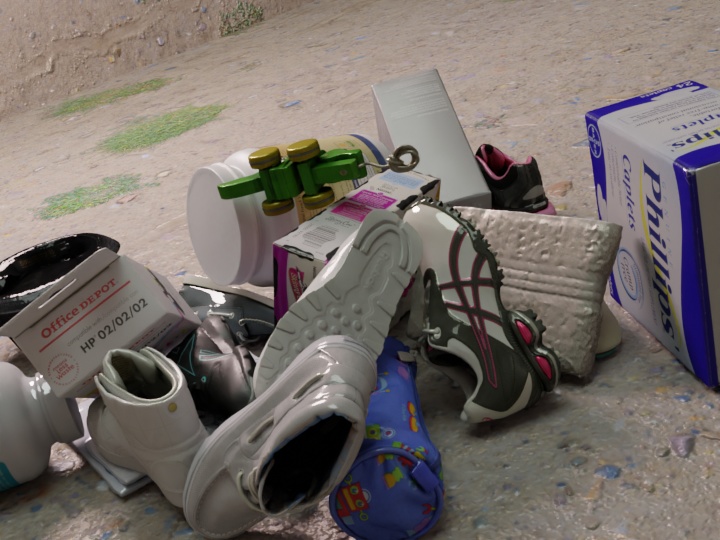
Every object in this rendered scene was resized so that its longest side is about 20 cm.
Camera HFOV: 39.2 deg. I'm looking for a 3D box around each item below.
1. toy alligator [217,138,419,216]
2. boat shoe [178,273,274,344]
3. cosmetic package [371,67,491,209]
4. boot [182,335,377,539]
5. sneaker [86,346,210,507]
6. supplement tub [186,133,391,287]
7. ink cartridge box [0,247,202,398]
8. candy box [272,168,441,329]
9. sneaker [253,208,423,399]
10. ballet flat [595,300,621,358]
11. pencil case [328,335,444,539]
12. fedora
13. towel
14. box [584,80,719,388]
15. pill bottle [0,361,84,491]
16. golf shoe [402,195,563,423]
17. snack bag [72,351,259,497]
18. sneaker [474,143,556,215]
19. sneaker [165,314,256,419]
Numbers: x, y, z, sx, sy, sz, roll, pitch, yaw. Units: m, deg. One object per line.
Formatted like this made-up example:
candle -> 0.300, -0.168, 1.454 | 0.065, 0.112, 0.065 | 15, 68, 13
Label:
toy alligator -> -0.035, -0.094, 0.932 | 0.200, 0.059, 0.054 | -9, 22, 20
boat shoe -> -0.120, 0.054, 1.054 | 0.200, 0.073, 0.062 | 15, 79, 39
cosmetic package -> 0.078, -0.116, 1.127 | 0.090, 0.107, 0.200 | -17, 56, -5
boot -> -0.064, 0.134, 0.684 | 0.200, 0.074, 0.096 | -52, 12, 23
sneaker -> -0.181, 0.105, 0.824 | 0.074, 0.116, 0.200 | -32, 27, -30
supplement tub -> -0.067, -0.062, 1.061 | 0.200, 0.145, 0.144 | -13, 18, -33
ink cartridge box -> -0.218, 0.052, 0.880 | 0.115, 0.068, 0.200 | -39, -8, -2
candy box -> 0.000, 0.000, 0.958 | 0.061, 0.136, 0.200 | 20, 36, 26
sneaker -> -0.021, 0.041, 0.793 | 0.200, 0.076, 0.080 | -51, 8, -36
ballet flat -> 0.169, 0.015, 0.922 | 0.069, 0.070, 0.200 | -20, 23, -11
pencil case -> 0.015, 0.117, 0.762 | 0.087, 0.078, 0.200 | -37, 21, 12
fedora -> -0.363, 0.033, 1.190 | 0.200, 0.092, 0.201 | -13, 23, 6
towel -> 0.129, 0.014, 0.887 | 0.200, 0.133, 0.034 | 11, -2, 44
box -> 0.276, -0.037, 0.821 | 0.105, 0.184, 0.200 | -16, 22, -5
pill bottle -> -0.350, 0.149, 0.886 | 0.200, 0.111, 0.111 | -19, 23, -10
golf shoe -> 0.078, 0.027, 0.818 | 0.088, 0.077, 0.200 | -25, 67, -16
snack bag -> -0.177, 0.124, 0.948 | 0.188, 0.021, 0.200 | -28, 25, -26
sneaker -> 0.147, -0.107, 1.187 | 0.079, 0.095, 0.200 | -29, 25, -26
sneaker -> -0.124, 0.101, 0.873 | 0.079, 0.075, 0.200 | -29, 19, -12
